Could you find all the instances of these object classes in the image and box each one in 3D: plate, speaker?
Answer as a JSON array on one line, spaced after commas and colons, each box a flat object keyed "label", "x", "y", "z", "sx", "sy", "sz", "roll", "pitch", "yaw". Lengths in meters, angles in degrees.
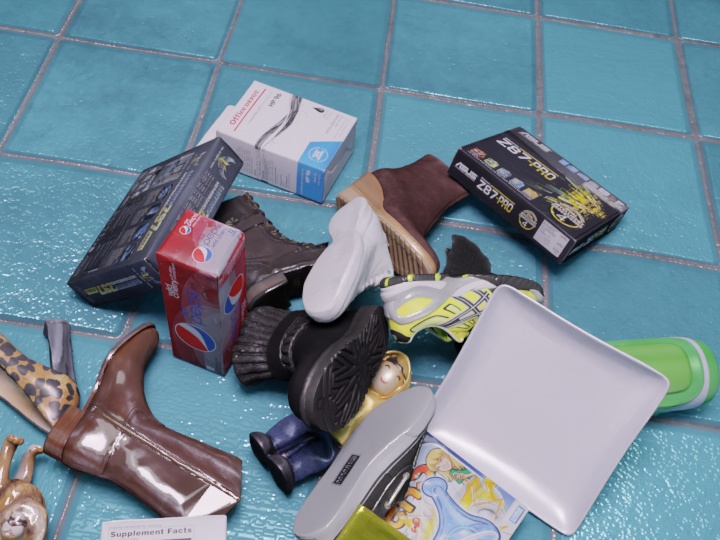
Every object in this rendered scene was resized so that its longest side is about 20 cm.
[{"label": "plate", "x": 0.188, "y": 0.145, "z": 0.837, "sx": 0.200, "sy": 0.200, "sz": 0.032, "roll": 31, "pitch": 13, "yaw": 15}, {"label": "speaker", "x": 0.299, "y": 0.123, "z": 0.898, "sx": 0.200, "sy": 0.088, "sz": 0.089, "roll": -3, "pitch": 55, "yaw": -9}]

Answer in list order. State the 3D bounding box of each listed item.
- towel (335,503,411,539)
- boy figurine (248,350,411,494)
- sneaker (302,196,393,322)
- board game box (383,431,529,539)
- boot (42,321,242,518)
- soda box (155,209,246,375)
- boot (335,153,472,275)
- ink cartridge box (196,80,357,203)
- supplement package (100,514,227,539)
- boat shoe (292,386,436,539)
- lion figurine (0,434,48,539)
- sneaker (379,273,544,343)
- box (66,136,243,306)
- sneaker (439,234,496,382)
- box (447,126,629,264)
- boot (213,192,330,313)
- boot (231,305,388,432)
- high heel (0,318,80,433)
[{"label": "towel", "x": -0.024, "y": 0.317, "z": 0.699, "sx": 0.086, "sy": 0.018, "sz": 0.200, "roll": 39, "pitch": 76, "yaw": -12}, {"label": "boy figurine", "x": -0.016, "y": 0.158, "z": 0.846, "sx": 0.200, "sy": 0.064, "sz": 0.124, "roll": -30, "pitch": 60, "yaw": -23}, {"label": "sneaker", "x": 0.000, "y": 0.000, "z": 0.869, "sx": 0.089, "sy": 0.075, "sz": 0.200, "roll": 48, "pitch": 33, "yaw": -21}, {"label": "board game box", "x": 0.059, "y": 0.277, "z": 0.786, "sx": 0.135, "sy": 0.034, "sz": 0.200, "roll": 35, "pitch": 58, "yaw": 17}, {"label": "boot", "x": -0.194, "y": 0.165, "z": 0.823, "sx": 0.200, "sy": 0.064, "sz": 0.186, "roll": 24, "pitch": 56, "yaw": 7}, {"label": "soda box", "x": -0.164, "y": 0.029, "z": 0.835, "sx": 0.070, "sy": 0.200, "sz": 0.063, "roll": 21, "pitch": 54, "yaw": 8}, {"label": "boot", "x": 0.083, "y": -0.079, "z": 1.012, "sx": 0.166, "sy": 0.072, "sz": 0.200, "roll": -25, "pitch": 49, "yaw": -24}, {"label": "ink cartridge box", "x": -0.119, "y": -0.185, "z": 1.078, "sx": 0.200, "sy": 0.068, "sz": 0.116, "roll": 21, "pitch": 54, "yaw": 9}, {"label": "supplement package", "x": -0.168, "y": 0.328, "z": 0.673, "sx": 0.109, "sy": 0.114, "sz": 0.200, "roll": -1, "pitch": 53, "yaw": -9}, {"label": "boat shoe", "x": 0.015, "y": 0.202, "z": 0.778, "sx": 0.200, "sy": 0.064, "sz": 0.071, "roll": -47, "pitch": 26, "yaw": -26}, {"label": "lion figurine", "x": -0.386, "y": 0.219, "z": 0.761, "sx": 0.200, "sy": 0.072, "sz": 0.123, "roll": 5, "pitch": 65, "yaw": 14}, {"label": "sneaker", "x": 0.114, "y": 0.041, "z": 0.879, "sx": 0.200, "sy": 0.075, "sz": 0.076, "roll": -1, "pitch": 88, "yaw": -19}, {"label": "box", "x": -0.240, "y": -0.057, "z": 0.927, "sx": 0.158, "sy": 0.051, "sz": 0.200, "roll": -14, "pitch": 42, "yaw": 39}, {"label": "sneaker", "x": 0.121, "y": 0.044, "z": 0.951, "sx": 0.104, "sy": 0.060, "sz": 0.200, "roll": 23, "pitch": 51, "yaw": 11}, {"label": "box", "x": 0.239, "y": -0.107, "z": 1.055, "sx": 0.200, "sy": 0.049, "sz": 0.161, "roll": 43, "pitch": 41, "yaw": 22}, {"label": "boot", "x": -0.106, "y": -0.040, "z": 0.978, "sx": 0.200, "sy": 0.069, "sz": 0.174, "roll": -23, "pitch": 55, "yaw": -27}, {"label": "boot", "x": -0.070, "y": 0.098, "z": 0.815, "sx": 0.158, "sy": 0.080, "sz": 0.211, "roll": -2, "pitch": 17, "yaw": 19}, {"label": "high heel", "x": -0.400, "y": 0.118, "z": 0.818, "sx": 0.200, "sy": 0.071, "sz": 0.143, "roll": -4, "pitch": 48, "yaw": -21}]
